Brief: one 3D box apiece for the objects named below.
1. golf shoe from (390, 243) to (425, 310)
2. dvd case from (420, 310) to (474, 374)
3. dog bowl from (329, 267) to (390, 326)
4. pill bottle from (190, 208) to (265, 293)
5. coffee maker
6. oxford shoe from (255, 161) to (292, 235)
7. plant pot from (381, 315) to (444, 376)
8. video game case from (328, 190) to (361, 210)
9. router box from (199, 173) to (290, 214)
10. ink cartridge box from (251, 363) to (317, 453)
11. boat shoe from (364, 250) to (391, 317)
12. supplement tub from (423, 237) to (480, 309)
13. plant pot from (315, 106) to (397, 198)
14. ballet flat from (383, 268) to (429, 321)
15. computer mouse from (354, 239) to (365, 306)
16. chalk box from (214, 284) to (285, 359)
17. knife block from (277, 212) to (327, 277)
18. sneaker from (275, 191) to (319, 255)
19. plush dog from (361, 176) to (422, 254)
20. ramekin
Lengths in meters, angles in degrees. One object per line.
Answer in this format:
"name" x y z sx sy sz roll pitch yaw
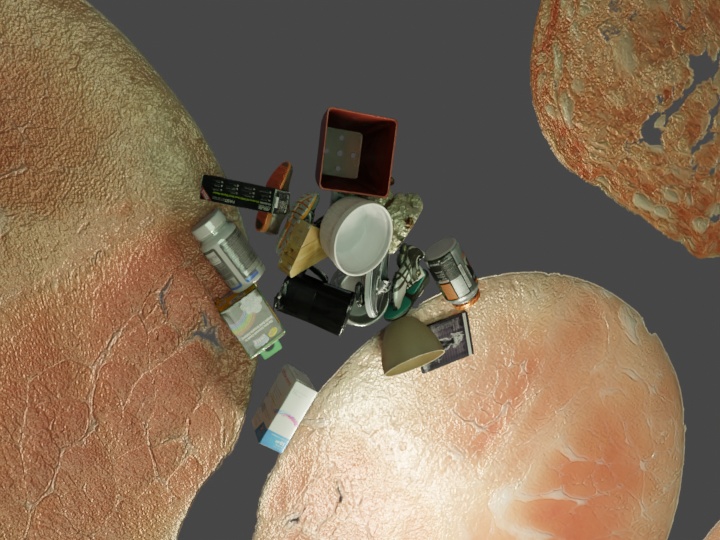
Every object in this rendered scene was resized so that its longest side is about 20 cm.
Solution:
"golf shoe" 0.142 0.024 1.697 0.091 0.078 0.206 12 82 7
"dvd case" 0.274 0.233 1.859 0.195 0.016 0.153 -18 105 -16
"dog bowl" 0.003 0.072 1.701 0.194 0.059 0.207 -4 103 -19
"pill bottle" -0.351 -0.052 1.511 0.113 0.113 0.202 -37 111 -9
"coffee maker" -0.123 0.096 1.557 0.195 0.194 0.137 20 128 3
"oxford shoe" -0.223 -0.197 1.565 0.072 0.071 0.205 17 99 -42
"plant pot" 0.142 0.219 1.730 0.195 0.201 0.138 -15 70 -17
"video game case" -0.010 -0.150 1.670 0.177 0.022 0.207 6 100 -22
"router box" -0.290 -0.191 1.448 0.194 0.150 0.064 12 97 5
"ink cartridge box" -0.219 0.389 1.633 0.083 0.144 0.204 30 90 -23
"boat shoe" 0.055 0.036 1.633 0.066 0.071 0.207 6 98 23
"supplement tub" 0.287 0.012 1.761 0.121 0.122 0.203 -36 111 -10
"plant pot" -0.030 -0.317 1.545 0.194 0.176 0.207 5 100 -20
"ballet flat" 0.151 0.087 1.755 0.201 0.068 0.069 -49 141 -7
"computer mouse" 0.000 0.000 1.639 0.058 0.033 0.207 6 87 -50
"chalk box" -0.293 0.147 1.570 0.123 0.123 0.203 -34 111 -12
"knife block" -0.117 -0.064 1.575 0.174 0.063 0.204 23 93 -48
"sneaker" -0.165 -0.126 1.595 0.076 0.078 0.204 27 94 -37
"plush dog" 0.074 -0.168 1.622 0.170 0.160 0.203 34 89 0
"ramekin" -0.019 -0.100 1.521 0.196 0.104 0.206 -21 126 -32
